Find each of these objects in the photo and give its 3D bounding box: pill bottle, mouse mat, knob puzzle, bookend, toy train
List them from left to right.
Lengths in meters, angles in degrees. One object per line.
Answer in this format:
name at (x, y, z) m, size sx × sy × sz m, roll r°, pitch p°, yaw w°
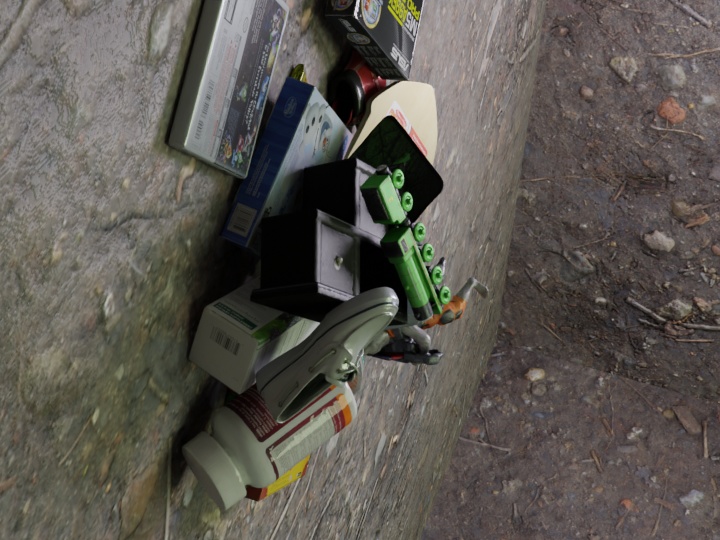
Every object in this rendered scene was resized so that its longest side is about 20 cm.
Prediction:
pill bottle at (-0.109, 0.190, 1.314) m, size 0.199 × 0.109 × 0.110 m, roll -35°, pitch 148°, yaw -21°
bookend at (-0.031, -0.048, 1.255) m, size 0.198 × 0.091 × 0.203 m, roll 23°, pitch 64°, yaw -56°
mouse mat at (0.007, -0.083, 1.380) m, size 0.007 × 0.161 × 0.200 m, roll 24°, pitch 114°, yaw -46°
knob puzzle at (0.049, -0.184, 1.562) m, size 0.219 × 0.030 × 0.222 m, roll -23°, pitch 120°, yaw -47°
toy train at (0.052, -0.027, 1.263) m, size 0.056 × 0.041 × 0.202 m, roll -48°, pitch 124°, yaw -42°

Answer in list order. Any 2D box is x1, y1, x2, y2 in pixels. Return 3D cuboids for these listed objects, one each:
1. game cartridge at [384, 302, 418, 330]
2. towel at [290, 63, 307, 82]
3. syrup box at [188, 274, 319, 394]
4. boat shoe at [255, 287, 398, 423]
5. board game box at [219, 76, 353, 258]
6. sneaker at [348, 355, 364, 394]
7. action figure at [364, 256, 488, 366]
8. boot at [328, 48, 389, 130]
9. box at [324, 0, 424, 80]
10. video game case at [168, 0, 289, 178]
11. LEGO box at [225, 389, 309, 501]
game cartridge at (0.000, 0.000, 1.447) m, size 0.041 × 0.132 × 0.201 m, roll 101°, pitch -27°, yaw -47°
towel at (-0.071, -0.179, 1.416) m, size 0.200 × 0.018 × 0.087 m, roll 70°, pitch 38°, yaw -66°
syrup box at (-0.109, 0.059, 1.297) m, size 0.200 × 0.078 × 0.082 m, roll -35°, pitch 152°, yaw -56°
boat shoe at (-0.028, 0.098, 1.200) m, size 0.199 × 0.067 × 0.073 m, roll -39°, pitch 150°, yaw 25°
board game box at (-0.086, -0.109, 1.334) m, size 0.202 × 0.043 × 0.199 m, roll -67°, pitch 164°, yaw -4°
sneaker at (-0.033, 0.136, 1.454) m, size 0.201 × 0.071 × 0.081 m, roll 109°, pitch -3°, yaw -52°
action figure at (0.053, 0.063, 1.503) m, size 0.193 × 0.199 × 0.106 m, roll -28°, pitch 110°, yaw -40°
boot at (0.000, -0.213, 1.559) m, size 0.145 × 0.072 × 0.202 m, roll -61°, pitch 152°, yaw -43°
box at (0.027, -0.366, 1.447) m, size 0.200 × 0.044 × 0.162 m, roll 34°, pitch 65°, yaw -62°
video game case at (-0.133, -0.209, 1.139) m, size 0.182 × 0.023 × 0.203 m, roll 20°, pitch 84°, yaw -75°
LEGO box at (-0.122, 0.215, 1.487) m, size 0.200 × 0.076 × 0.151 m, roll 5°, pitch 99°, yaw -76°
